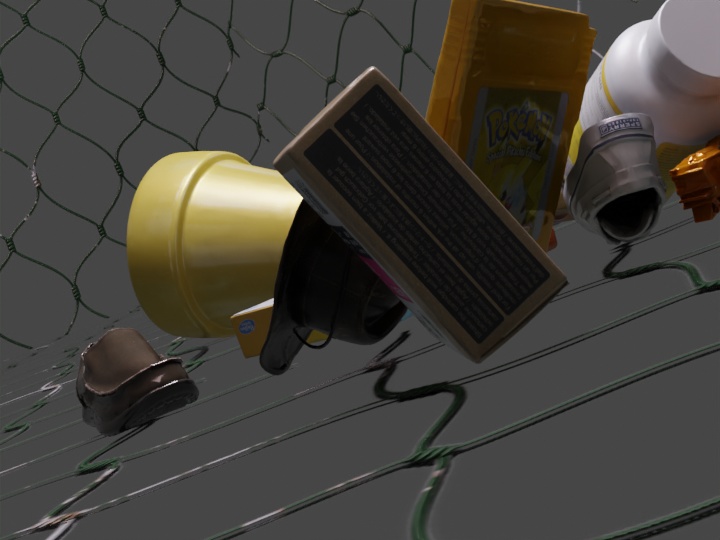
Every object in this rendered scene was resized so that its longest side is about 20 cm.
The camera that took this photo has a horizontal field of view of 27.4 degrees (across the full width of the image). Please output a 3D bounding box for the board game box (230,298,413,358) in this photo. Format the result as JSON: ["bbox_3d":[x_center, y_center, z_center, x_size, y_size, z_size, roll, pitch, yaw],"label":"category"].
[{"bbox_3d":[0.007,0.019,1.272,0.199,0.041,0.153,-16,5,46],"label":"board game box"}]

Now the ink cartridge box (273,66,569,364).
[{"bbox_3d":[0.028,-0.033,0.901,0.075,0.165,0.200,-42,4,-3],"label":"ink cartridge box"}]

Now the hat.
[{"bbox_3d":[0.000,0.000,1.078,0.080,0.202,0.201,19,14,11],"label":"hat"}]

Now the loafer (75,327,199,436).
[{"bbox_3d":[-0.185,0.081,1.134,0.073,0.072,0.200,-21,4,-26],"label":"loafer"}]

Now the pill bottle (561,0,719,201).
[{"bbox_3d":[0.235,-0.130,1.190,0.111,0.112,0.200,-21,-20,-25],"label":"pill bottle"}]

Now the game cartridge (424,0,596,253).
[{"bbox_3d":[0.103,-0.093,1.069,0.032,0.202,0.176,21,16,33],"label":"game cartridge"}]

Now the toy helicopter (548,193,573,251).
[{"bbox_3d":[0.175,-0.050,1.341,0.199,0.079,0.132,-10,-11,-30],"label":"toy helicopter"}]

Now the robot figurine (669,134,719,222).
[{"bbox_3d":[0.332,-0.096,1.118,0.199,0.059,0.145,-23,6,-37],"label":"robot figurine"}]

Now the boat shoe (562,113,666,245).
[{"bbox_3d":[0.193,-0.051,1.115,0.073,0.066,0.200,-14,-18,7],"label":"boat shoe"}]

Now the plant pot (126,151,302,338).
[{"bbox_3d":[-0.113,-0.029,1.556,0.188,0.202,0.200,-1,13,29],"label":"plant pot"}]
